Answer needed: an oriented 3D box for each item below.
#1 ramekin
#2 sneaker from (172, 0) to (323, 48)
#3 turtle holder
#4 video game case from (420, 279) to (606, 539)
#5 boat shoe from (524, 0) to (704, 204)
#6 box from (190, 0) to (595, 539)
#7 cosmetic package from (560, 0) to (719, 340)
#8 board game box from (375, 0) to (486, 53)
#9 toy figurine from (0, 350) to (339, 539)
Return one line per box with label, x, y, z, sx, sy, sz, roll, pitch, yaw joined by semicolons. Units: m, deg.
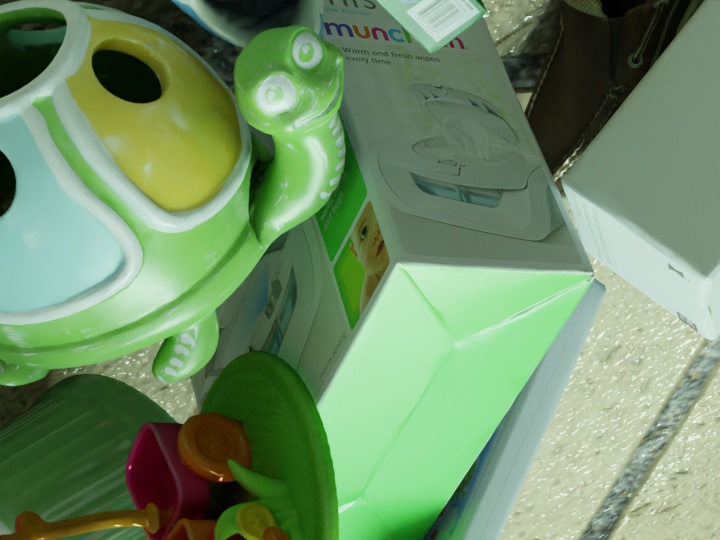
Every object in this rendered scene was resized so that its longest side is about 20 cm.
ramekin;-0.138;0.161;0.986;0.098;0.200;0.200;-26;151;-36
sneaker;-0.068;-0.148;0.750;0.072;0.073;0.200;-39;144;6
turtle holder;-0.102;-0.036;0.792;0.141;0.185;0.132;-55;136;-27
video game case;0.033;0.100;0.985;0.022;0.200;0.182;31;161;-16
boat shoe;0.114;-0.120;0.896;0.075;0.075;0.203;8;122;-37
box;0.000;0.000;0.891;0.097;0.177;0.200;3;138;-26
cosmetic package;0.180;-0.077;0.859;0.200;0.081;0.113;-49;162;-6
board game box;-0.036;-0.173;0.685;0.029;0.135;0.200;-34;144;15
toy figurine;-0.115;0.125;0.795;0.184;0.200;0.150;2;137;-27
